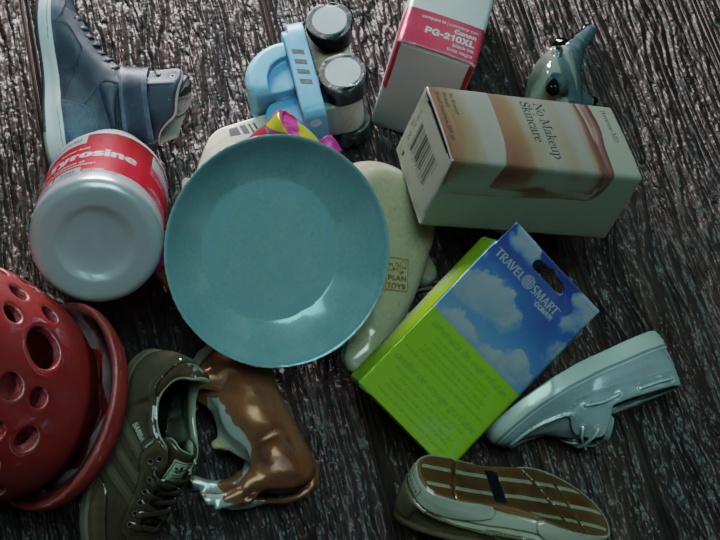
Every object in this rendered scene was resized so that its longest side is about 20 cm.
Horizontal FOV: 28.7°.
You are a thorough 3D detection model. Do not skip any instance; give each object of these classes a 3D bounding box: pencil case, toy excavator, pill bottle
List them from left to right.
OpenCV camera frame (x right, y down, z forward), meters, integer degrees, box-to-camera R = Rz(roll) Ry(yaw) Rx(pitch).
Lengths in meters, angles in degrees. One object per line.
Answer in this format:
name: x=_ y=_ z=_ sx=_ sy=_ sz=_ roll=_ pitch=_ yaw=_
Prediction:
pill bottle: x=-0.228 y=-0.058 z=1.251 sx=0.112 sy=0.113 sz=0.200 roll=4 pitch=21 yaw=-8
pencil case: x=-0.107 y=-0.056 z=1.287 sx=0.200 sy=0.088 sz=0.089 roll=-41 pitch=71 yaw=12
toy excavator: x=-0.087 y=-0.149 z=1.394 sx=0.199 sy=0.100 sz=0.195 roll=-13 pitch=62 yaw=-2

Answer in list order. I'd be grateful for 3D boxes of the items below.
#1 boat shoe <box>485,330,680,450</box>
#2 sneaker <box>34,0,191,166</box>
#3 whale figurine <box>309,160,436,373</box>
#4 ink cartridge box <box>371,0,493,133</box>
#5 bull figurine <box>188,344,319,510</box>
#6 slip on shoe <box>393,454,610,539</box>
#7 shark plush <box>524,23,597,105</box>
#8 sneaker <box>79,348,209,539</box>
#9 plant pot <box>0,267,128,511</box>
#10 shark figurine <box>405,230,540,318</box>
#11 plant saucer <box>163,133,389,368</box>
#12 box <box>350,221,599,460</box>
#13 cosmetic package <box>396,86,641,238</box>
boat shoe: x=0.211 y=0.125 z=1.299 sx=0.200 sy=0.070 sz=0.072 roll=-25 pitch=74 yaw=-19
sneaker: x=-0.242 y=-0.203 z=1.386 sx=0.145 sy=0.077 sz=0.203 roll=-9 pitch=73 yaw=-2
whale figurine: x=0.000 y=0.000 z=1.324 sx=0.159 sy=0.104 sz=0.201 roll=5 pitch=80 yaw=-42
ink cartridge box: x=0.085 y=-0.255 z=1.443 sx=0.084 sy=0.145 sz=0.201 roll=18 pitch=60 yaw=-2
bull figurine: x=-0.114 y=0.122 z=1.247 sx=0.121 sy=0.065 sz=0.200 roll=-23 pitch=65 yaw=-16
slip on shoe: x=0.124 y=0.217 z=1.243 sx=0.199 sy=0.061 sz=0.076 roll=13 pitch=35 yaw=-23
shark plush: x=0.216 y=-0.189 z=1.500 sx=0.083 sy=0.091 sz=0.200 roll=33 pitch=38 yaw=-13
sneaker: x=-0.176 y=0.166 z=1.162 sx=0.070 sy=0.075 sz=0.201 roll=14 pitch=85 yaw=-47
plant pot: x=-0.305 y=0.098 z=1.134 sx=0.182 sy=0.200 sz=0.201 roll=25 pitch=49 yaw=-45
shark figurine: x=0.144 y=0.008 z=1.338 sx=0.128 sy=0.090 sz=0.215 roll=39 pitch=49 yaw=-4
plant saucer: x=-0.075 y=-0.018 z=1.220 sx=0.200 sy=0.039 sz=0.202 roll=-2 pitch=95 yaw=-19
box: x=0.102 y=0.066 z=1.259 sx=0.200 sy=0.048 sz=0.122 roll=-46 pitch=103 yaw=-4
cosmetic package: x=0.147 y=-0.100 z=1.314 sx=0.199 sy=0.087 sz=0.104 roll=3 pitch=48 yaw=-24
